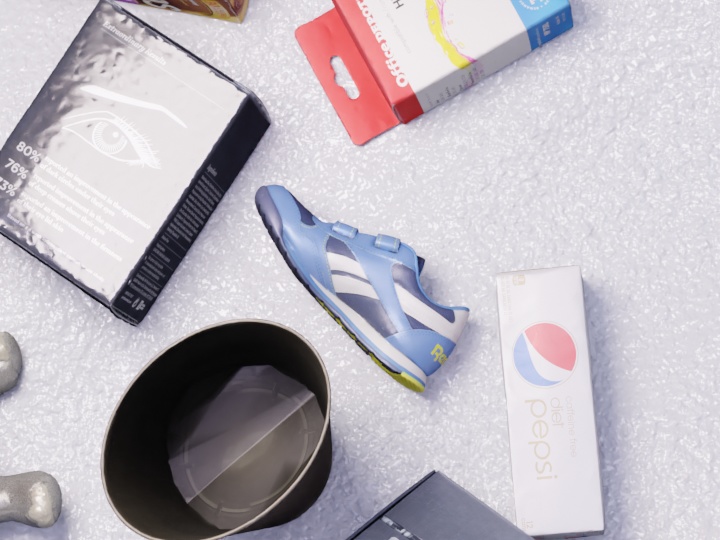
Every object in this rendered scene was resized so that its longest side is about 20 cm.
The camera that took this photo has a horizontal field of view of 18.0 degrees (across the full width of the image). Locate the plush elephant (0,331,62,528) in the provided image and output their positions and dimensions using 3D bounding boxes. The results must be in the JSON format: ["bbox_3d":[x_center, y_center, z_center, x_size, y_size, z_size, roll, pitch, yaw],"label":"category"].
[{"bbox_3d":[-0.348,0.124,1.718,0.198,0.155,0.166,-16,68,9],"label":"plush elephant"}]

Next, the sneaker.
[{"bbox_3d":[0.000,0.000,1.747,0.082,0.074,0.200,-44,86,-3],"label":"sneaker"}]

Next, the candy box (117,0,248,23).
[{"bbox_3d":[-0.191,-0.251,1.785,0.198,0.117,0.057,10,82,9],"label":"candy box"}]

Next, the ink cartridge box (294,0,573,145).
[{"bbox_3d":[0.053,-0.197,1.771,0.199,0.067,0.117,-30,79,2],"label":"ink cartridge box"}]

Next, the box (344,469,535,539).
[{"bbox_3d":[0.074,0.249,1.627,0.199,0.051,0.157,35,51,28],"label":"box"}]

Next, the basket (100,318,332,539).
[{"bbox_3d":[-0.090,0.128,1.669,0.180,0.200,0.136,-40,78,-1],"label":"basket"}]

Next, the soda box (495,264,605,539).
[{"bbox_3d":[0.143,0.100,1.715,0.067,0.064,0.202,-5,80,6],"label":"soda box"}]

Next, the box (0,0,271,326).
[{"bbox_3d":[-0.185,-0.084,1.764,0.147,0.104,0.201,34,86,11],"label":"box"}]
